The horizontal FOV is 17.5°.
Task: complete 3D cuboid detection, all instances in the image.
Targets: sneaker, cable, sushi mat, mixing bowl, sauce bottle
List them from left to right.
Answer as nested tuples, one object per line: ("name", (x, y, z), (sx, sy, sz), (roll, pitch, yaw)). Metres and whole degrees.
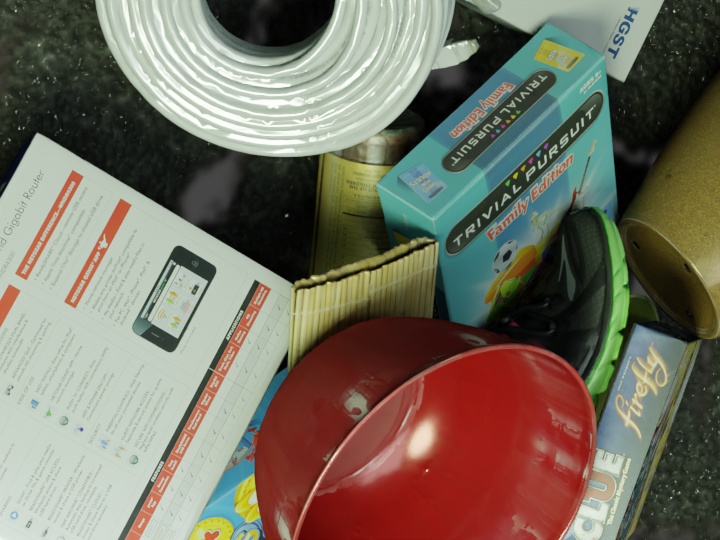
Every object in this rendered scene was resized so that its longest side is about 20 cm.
("cable", (-0.047, -0.155, 1.278), (0.199, 0.069, 0.200), (-28, 112, 17))
("sushi mat", (-0.003, 0.079, 1.319), (0.095, 0.012, 0.201), (-18, 129, -30))
("sauce bottle", (0.000, 0.000, 1.408), (0.064, 0.065, 0.201), (-6, 117, -27))
("mixing bowl", (0.018, 0.100, 1.261), (0.199, 0.108, 0.201), (-21, 131, -27))
("sneaker", (0.101, 0.053, 1.361), (0.083, 0.077, 0.201), (20, 80, -6))

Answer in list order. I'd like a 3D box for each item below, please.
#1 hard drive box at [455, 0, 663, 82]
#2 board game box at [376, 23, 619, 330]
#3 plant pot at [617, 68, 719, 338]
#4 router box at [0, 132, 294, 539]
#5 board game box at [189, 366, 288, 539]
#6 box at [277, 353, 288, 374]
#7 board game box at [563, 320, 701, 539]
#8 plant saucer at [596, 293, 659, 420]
("hard drive box", (0.099, -0.225, 1.379), (0.199, 0.077, 0.157), (22, 96, -33))
("board game box", (0.088, -0.025, 1.397), (0.151, 0.047, 0.201), (-44, 148, -22))
("plant pot", (0.262, -0.053, 1.459), (0.200, 0.186, 0.187), (-38, 121, -14))
("router box", (-0.148, 0.057, 1.262), (0.179, 0.049, 0.201), (31, 78, -12))
("board game box", (-0.027, 0.151, 1.402), (0.195, 0.056, 0.201), (-35, 135, -15))
("box", (-0.152, 0.074, 1.361), (0.200, 0.050, 0.199), (37, 86, -32))
("board game box", (0.165, 0.099, 1.418), (0.034, 0.200, 0.136), (20, 92, 10))
("plant saucer", (0.133, 0.105, 1.492), (0.200, 0.031, 0.201), (-42, 143, -43))
